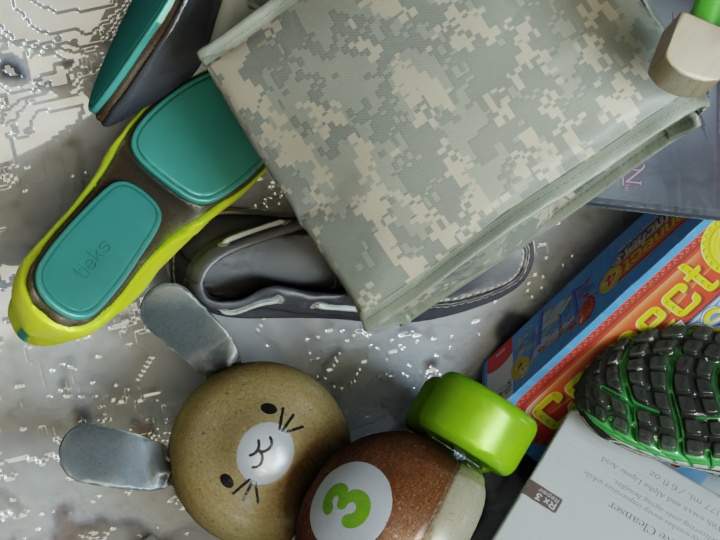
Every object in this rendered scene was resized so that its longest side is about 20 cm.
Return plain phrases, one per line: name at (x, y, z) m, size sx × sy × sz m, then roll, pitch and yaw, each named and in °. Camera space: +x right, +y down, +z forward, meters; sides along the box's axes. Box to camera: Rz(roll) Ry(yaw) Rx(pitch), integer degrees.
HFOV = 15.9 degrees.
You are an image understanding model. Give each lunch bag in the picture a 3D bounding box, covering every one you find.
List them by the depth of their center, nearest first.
lunch bag at (0.051, -0.093, 1.237) m, size 0.199 × 0.118 × 0.165 m, roll -34°, pitch 84°, yaw 12°

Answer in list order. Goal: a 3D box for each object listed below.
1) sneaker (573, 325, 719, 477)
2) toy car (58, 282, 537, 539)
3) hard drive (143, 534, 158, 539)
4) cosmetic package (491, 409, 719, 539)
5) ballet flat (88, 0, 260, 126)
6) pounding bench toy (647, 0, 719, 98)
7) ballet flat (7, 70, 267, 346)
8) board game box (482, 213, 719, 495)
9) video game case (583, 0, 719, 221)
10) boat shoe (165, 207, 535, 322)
sneaker at (0.204, 0.092, 1.306) m, size 0.199 × 0.078 × 0.085 m, roll 16°, pitch 144°, yaw 4°
toy car at (-0.041, 0.096, 1.279) m, size 0.199 × 0.158 × 0.165 m, roll 31°, pitch 84°, yaw -1°
hard drive at (-0.096, 0.257, 1.405) m, size 0.132 × 0.027 × 0.200 m, roll -42°, pitch 109°, yaw 1°
cosmetic package at (0.101, 0.179, 1.282) m, size 0.112 × 0.200 × 0.081 m, roll 29°, pitch 136°, yaw 5°
ballet flat at (-0.068, -0.155, 1.278) m, size 0.073 × 0.073 × 0.201 m, roll 21°, pitch 97°, yaw -17°
pounding bench toy at (0.220, -0.162, 1.153) m, size 0.199 × 0.124 × 0.157 m, roll -4°, pitch 85°, yaw -13°
ballet flat at (-0.109, -0.032, 1.294) m, size 0.067 × 0.067 × 0.200 m, roll 42°, pitch 58°, yaw 0°
board game box at (0.200, 0.058, 1.363) m, size 0.195 × 0.056 × 0.200 m, roll 35°, pitch 118°, yaw -19°
video game case at (0.103, -0.104, 1.287) m, size 0.199 × 0.019 × 0.144 m, roll 8°, pitch 108°, yaw 30°
boat shoe at (0.000, 0.000, 1.336) m, size 0.199 × 0.063 × 0.073 m, roll -1°, pitch 105°, yaw -12°
